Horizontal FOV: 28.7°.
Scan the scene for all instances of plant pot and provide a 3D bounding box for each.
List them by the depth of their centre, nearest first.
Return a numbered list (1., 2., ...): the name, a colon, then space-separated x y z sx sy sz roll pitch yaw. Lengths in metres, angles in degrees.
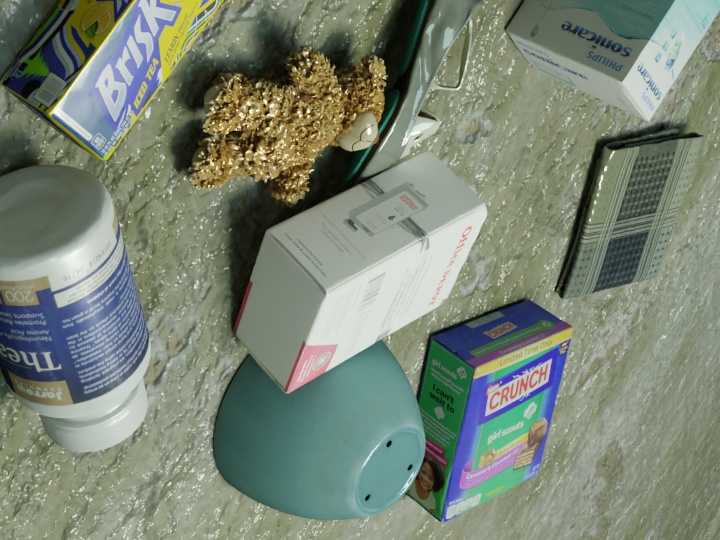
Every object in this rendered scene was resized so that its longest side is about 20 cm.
1. plant pot: -0.018 0.153 1.315 0.199 0.134 0.201 -30 135 -35

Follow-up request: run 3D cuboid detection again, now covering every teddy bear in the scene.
1. teddy bear: -0.053 -0.116 1.137 0.199 0.067 0.146 4 114 -50

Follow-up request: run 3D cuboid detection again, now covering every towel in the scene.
1. towel: 0.312 -0.069 1.643 0.192 0.034 0.201 -11 125 -42

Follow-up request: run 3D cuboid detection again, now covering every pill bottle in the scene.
1. pill bottle: -0.213 0.034 1.016 0.111 0.111 0.201 -36 138 -28

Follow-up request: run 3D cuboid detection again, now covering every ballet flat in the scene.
1. ballet flat: 0.051 -0.154 1.225 0.063 0.067 0.201 22 97 -13

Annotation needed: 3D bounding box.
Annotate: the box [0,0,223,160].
1. box: -0.154 -0.181 0.973 0.201 0.064 0.070 -54 144 -5

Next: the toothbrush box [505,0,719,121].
1. toothbrush box: 0.256 -0.265 1.331 0.201 0.146 0.085 -57 144 -3

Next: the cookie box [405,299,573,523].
1. cookie box: 0.139 0.152 1.550 0.170 0.075 0.201 -18 127 -41

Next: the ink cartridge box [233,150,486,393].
1. ink cartridge box: 0.000 0.000 1.238 0.199 0.083 0.147 -28 154 -36
